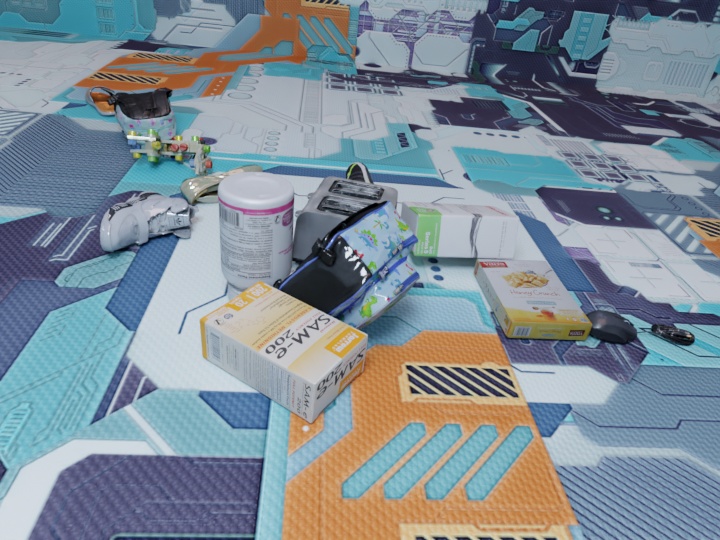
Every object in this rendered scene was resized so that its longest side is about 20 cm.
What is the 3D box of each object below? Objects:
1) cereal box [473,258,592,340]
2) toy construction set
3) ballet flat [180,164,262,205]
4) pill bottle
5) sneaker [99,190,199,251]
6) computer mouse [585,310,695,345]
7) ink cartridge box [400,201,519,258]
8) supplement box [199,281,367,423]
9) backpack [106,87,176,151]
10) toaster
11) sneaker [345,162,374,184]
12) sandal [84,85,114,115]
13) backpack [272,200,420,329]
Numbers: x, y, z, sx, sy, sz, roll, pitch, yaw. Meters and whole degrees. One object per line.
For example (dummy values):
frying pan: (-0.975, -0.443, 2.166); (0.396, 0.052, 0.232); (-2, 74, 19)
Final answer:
cereal box: (0.297, 0.045, 0.948); (0.143, 0.040, 0.200); (2, 33, -9)
toy construction set: (-0.439, -0.288, 1.279); (0.199, 0.093, 0.131); (17, 8, 2)
ballet flat: (-0.298, -0.184, 1.189); (0.199, 0.068, 0.063); (-21, 69, -32)
pill bottle: (-0.163, -0.041, 0.840); (0.112, 0.201, 0.114); (5, 32, -3)
sneaker: (-0.384, -0.090, 0.991); (0.114, 0.076, 0.200); (8, 28, 7)
computer mouse: (0.473, 0.096, 0.905); (0.198, 0.034, 0.059); (6, 30, -7)
ink cartridge box: (0.189, -0.081, 1.055); (0.198, 0.085, 0.146); (2, 16, -8)
supplement box: (-0.106, 0.104, 0.741); (0.199, 0.074, 0.126); (23, 36, 24)
backpack: (-0.546, -0.388, 1.387); (0.166, 0.127, 0.200); (-20, 41, -19)
toaster: (-0.019, -0.082, 1.012); (0.198, 0.119, 0.181); (12, 33, 7)
sneaker: (-0.018, -0.194, 1.235); (0.082, 0.072, 0.200); (-4, 34, -16)
sandal: (-0.774, -0.523, 1.616); (0.079, 0.060, 0.206); (-17, 39, -34)
backpack: (0.000, 0.000, 0.825); (0.147, 0.183, 0.200); (49, 45, -1)
